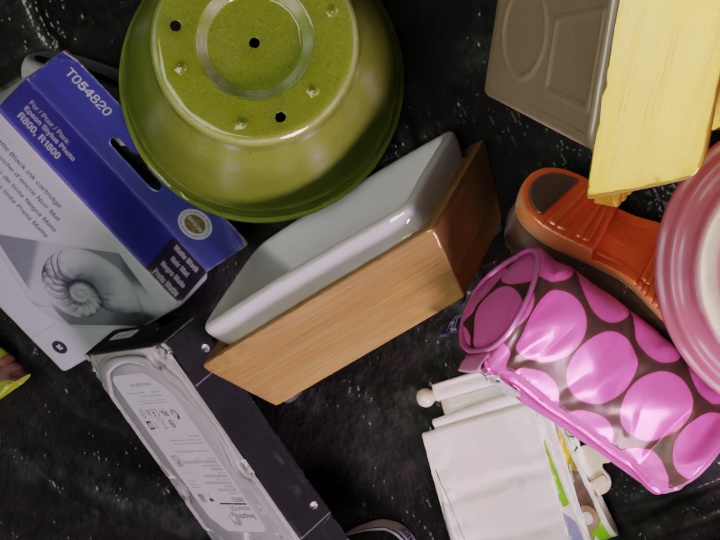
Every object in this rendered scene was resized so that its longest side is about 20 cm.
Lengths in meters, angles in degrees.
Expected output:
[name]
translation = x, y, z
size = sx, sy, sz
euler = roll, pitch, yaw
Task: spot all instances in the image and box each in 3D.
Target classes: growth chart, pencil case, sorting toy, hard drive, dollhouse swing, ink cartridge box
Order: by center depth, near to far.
[dollhouse swing]
translation = 0.252, -0.123, 1.314
size = 0.176, 0.200, 0.182
euler = 12, 105, 13
[sorting toy]
translation = 0.136, -0.184, 1.375
size = 0.036, 0.200, 0.185
euler = 3, 106, -18
[pencil case]
translation = 0.154, 0.071, 1.404
size = 0.200, 0.094, 0.091
euler = 34, 150, -22
[growth chart]
translation = 0.114, 0.159, 1.530
size = 0.145, 0.018, 0.200
euler = -8, 97, 25
[hard drive]
translation = -0.106, 0.127, 1.550
size = 0.200, 0.038, 0.140
euler = 56, 152, -15
[ink cartridge box]
translation = -0.215, -0.037, 1.567
size = 0.200, 0.041, 0.200
euler = -31, 110, 38

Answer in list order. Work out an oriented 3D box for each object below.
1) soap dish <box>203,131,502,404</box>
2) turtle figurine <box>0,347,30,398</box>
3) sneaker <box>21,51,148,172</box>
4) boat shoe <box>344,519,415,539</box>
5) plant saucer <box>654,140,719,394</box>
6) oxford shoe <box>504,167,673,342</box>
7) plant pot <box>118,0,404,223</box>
[soap dish]
translation = 0.000, 0.000, 1.480
size = 0.200, 0.157, 0.081
euler = -31, 103, 26
[turtle figurine]
translation = -0.342, 0.045, 1.687
size = 0.200, 0.064, 0.161
euler = -35, 93, 17
[sneaker]
translation = -0.165, -0.082, 1.585
size = 0.200, 0.073, 0.112
euler = 22, 115, 24
[boat shoe]
translation = -0.049, 0.247, 1.593
size = 0.199, 0.068, 0.074
euler = -24, 90, 26
[plant saucer]
translation = 0.287, 0.000, 1.368
size = 0.200, 0.051, 0.201
euler = 0, 94, 6
[oxford shoe]
translation = 0.187, 0.008, 1.452
size = 0.200, 0.071, 0.073
euler = 36, 145, 7
[plant pot]
translation = -0.066, -0.137, 1.415
size = 0.200, 0.193, 0.201
euler = 0, 88, -2
